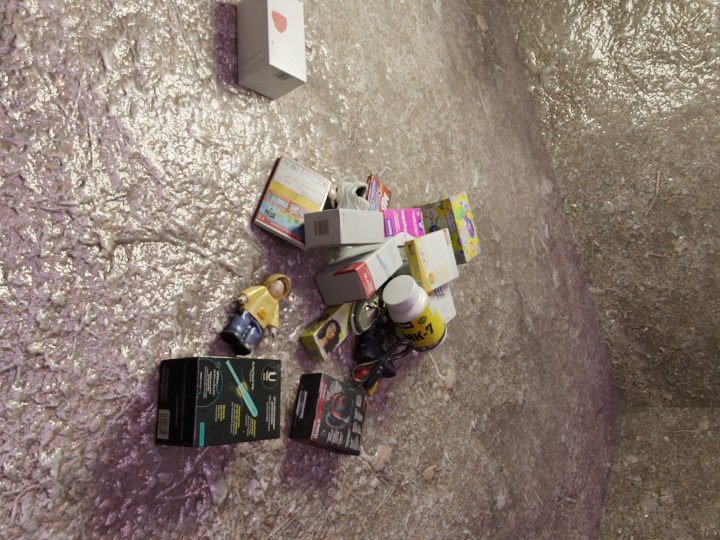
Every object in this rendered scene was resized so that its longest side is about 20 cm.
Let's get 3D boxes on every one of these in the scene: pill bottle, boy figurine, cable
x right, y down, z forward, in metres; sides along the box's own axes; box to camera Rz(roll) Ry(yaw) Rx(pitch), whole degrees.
[{"bbox_3d":[0.141,0.115,1.392,0.201,0.112,0.116,54,45,-35],"label":"pill bottle"},{"bbox_3d":[-0.213,0.089,1.145,0.126,0.063,0.202,55,47,-24],"label":"boy figurine"},{"bbox_3d":[0.044,0.240,1.378,0.097,0.050,0.201,43,83,-20],"label":"cable"}]

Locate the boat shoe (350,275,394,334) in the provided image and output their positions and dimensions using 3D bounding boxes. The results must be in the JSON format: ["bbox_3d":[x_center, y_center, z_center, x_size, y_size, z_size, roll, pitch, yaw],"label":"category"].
[{"bbox_3d":[0.033,0.082,1.382,0.073,0.059,0.204,57,40,-27],"label":"boat shoe"}]

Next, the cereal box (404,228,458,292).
[{"bbox_3d":[0.201,-0.029,1.484,0.198,0.039,0.148,-19,96,-52],"label":"cereal box"}]

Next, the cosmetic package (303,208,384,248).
[{"bbox_3d":[-0.035,-0.099,1.270,0.198,0.110,0.084,-3,89,-56],"label":"cosmetic package"}]

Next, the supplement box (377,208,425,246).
[{"bbox_3d":[0.092,-0.116,1.519,0.197,0.101,0.105,-11,91,-50],"label":"supplement box"}]

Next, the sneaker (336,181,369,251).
[{"bbox_3d":[-0.022,-0.153,1.411,0.077,0.097,0.206,25,63,-45],"label":"sneaker"}]

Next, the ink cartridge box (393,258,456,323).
[{"bbox_3d":[0.171,0.068,1.570,0.143,0.142,0.206,-25,101,-50],"label":"ink cartridge box"}]

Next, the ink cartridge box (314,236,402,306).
[{"bbox_3d":[0.000,0.000,1.368,0.199,0.143,0.085,-40,112,-47],"label":"ink cartridge box"}]

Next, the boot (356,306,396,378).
[{"bbox_3d":[0.057,0.174,1.476,0.165,0.064,0.205,47,41,-45],"label":"boot"}]

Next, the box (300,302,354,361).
[{"bbox_3d":[-0.066,0.137,1.331,0.200,0.049,0.077,-47,118,-47],"label":"box"}]

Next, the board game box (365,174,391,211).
[{"bbox_3d":[0.044,-0.167,1.564,0.102,0.019,0.206,34,57,-44],"label":"board game box"}]

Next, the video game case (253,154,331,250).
[{"bbox_3d":[-0.158,-0.164,1.264,0.140,0.017,0.205,27,59,-17],"label":"video game case"}]

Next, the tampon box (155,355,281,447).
[{"bbox_3d":[-0.260,0.243,0.998,0.197,0.124,0.155,14,71,-50],"label":"tampon box"}]

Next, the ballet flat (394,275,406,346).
[{"bbox_3d":[0.119,0.119,1.486,0.070,0.065,0.206,-41,126,-62],"label":"ballet flat"}]

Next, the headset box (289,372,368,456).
[{"bbox_3d":[-0.076,0.337,1.251,0.199,0.074,0.153,34,56,-43],"label":"headset box"}]

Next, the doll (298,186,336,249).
[{"bbox_3d":[-0.112,-0.149,1.338,0.138,0.048,0.202,56,44,-25],"label":"doll"}]

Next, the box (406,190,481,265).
[{"bbox_3d":[0.253,-0.121,1.680,0.121,0.189,0.206,-26,102,-50],"label":"box"}]

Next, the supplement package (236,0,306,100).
[{"bbox_3d":[-0.209,-0.534,1.246,0.119,0.117,0.207,7,76,-49],"label":"supplement package"}]
